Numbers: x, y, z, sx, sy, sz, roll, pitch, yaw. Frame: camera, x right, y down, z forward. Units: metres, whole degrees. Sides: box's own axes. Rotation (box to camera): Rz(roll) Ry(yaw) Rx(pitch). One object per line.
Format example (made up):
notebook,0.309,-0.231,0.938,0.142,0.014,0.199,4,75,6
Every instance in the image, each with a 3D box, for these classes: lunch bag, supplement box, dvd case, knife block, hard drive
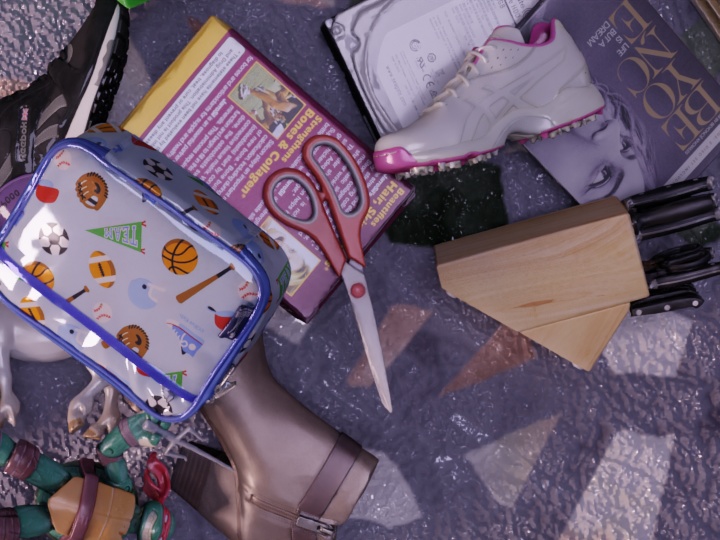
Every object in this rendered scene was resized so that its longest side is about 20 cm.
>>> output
lunch bag,-0.155,0.008,1.103,0.199,0.076,0.161,38,111,2
supplement box,-0.078,-0.074,1.179,0.200,0.103,0.131,41,85,-6
dvd case,0.197,-0.132,1.233,0.149,0.016,0.200,-47,112,-1
knife block,0.178,-0.024,1.215,0.199,0.064,0.176,29,102,-7
hard drive,0.086,-0.175,1.236,0.199,0.038,0.141,-26,95,-8

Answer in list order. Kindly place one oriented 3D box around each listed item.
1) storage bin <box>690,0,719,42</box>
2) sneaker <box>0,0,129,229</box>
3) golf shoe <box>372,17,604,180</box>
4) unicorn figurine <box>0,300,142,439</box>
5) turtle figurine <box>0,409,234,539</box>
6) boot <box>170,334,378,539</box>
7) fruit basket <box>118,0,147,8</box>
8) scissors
storage bin,0.357,-0.275,1.245,0.199,0.094,0.199,-38,96,-6
sneaker,-0.237,-0.120,1.173,0.087,0.076,0.202,20,88,-2
golf shoe,0.086,-0.126,1.151,0.199,0.075,0.092,-21,97,-30
unicorn figurine,-0.248,0.052,1.179,0.198,0.074,0.139,9,78,-23
turtle figurine,-0.198,0.173,1.131,0.198,0.101,0.151,15,71,-23
boot,-0.056,0.124,1.190,0.145,0.070,0.202,21,108,7
fruit basket,-0.149,-0.322,1.168,0.213,0.156,0.217,-7,51,8
scissors,0.000,0.000,1.133,0.073,0.014,0.201,-30,94,-8
